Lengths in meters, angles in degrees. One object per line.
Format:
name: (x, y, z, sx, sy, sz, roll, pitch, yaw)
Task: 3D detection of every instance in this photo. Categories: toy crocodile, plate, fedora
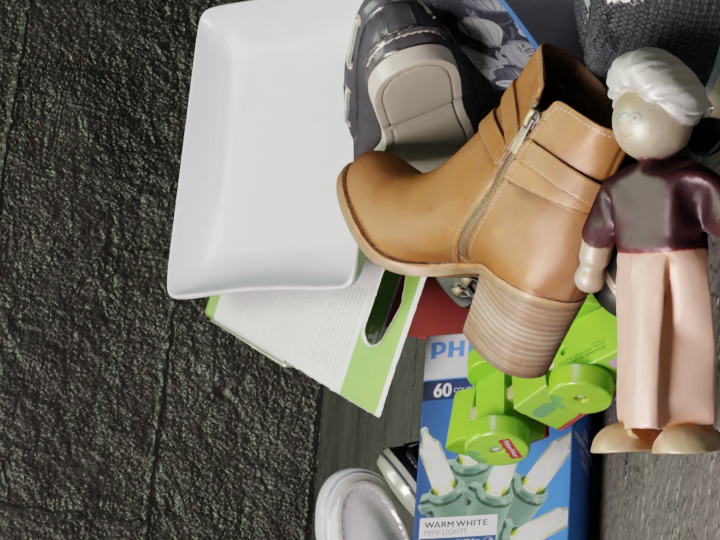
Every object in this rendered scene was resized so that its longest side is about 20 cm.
toy crocodile: (0.115, 0.065, 1.547, 0.200, 0.062, 0.068, -35, 41, 42)
plate: (-0.047, -0.081, 1.705, 0.200, 0.032, 0.200, -4, 77, 50)
fedora: (0.162, -0.161, 1.369, 0.201, 0.091, 0.202, -173, 90, -84)

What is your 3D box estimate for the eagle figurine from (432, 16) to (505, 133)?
eagle figurine: (0.121, -0.113, 1.643, 0.152, 0.150, 0.201, -70, -20, -65)

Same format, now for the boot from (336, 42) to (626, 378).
boot: (0.067, -0.056, 1.436, 0.200, 0.076, 0.156, 51, 131, 47)

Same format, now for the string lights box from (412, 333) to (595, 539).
string lights box: (0.090, 0.138, 1.642, 0.059, 0.102, 0.201, 55, -146, -56)

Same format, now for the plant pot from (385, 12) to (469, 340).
plant pot: (0.069, -0.070, 1.844, 0.201, 0.200, 0.178, -93, 21, -64)

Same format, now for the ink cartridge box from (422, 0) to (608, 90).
ink cartridge box: (0.079, -0.162, 1.449, 0.200, 0.099, 0.039, 45, -125, -49)

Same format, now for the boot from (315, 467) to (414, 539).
boot: (0.033, 0.219, 1.694, 0.201, 0.073, 0.096, 69, 163, 4)

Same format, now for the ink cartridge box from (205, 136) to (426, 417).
ink cartridge box: (0.000, 0.000, 1.714, 0.200, 0.076, 0.148, 29, 103, 49)

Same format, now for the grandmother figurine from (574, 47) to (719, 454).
grandmother figurine: (0.150, -0.011, 1.311, 0.060, 0.121, 0.201, -2, -91, -54)

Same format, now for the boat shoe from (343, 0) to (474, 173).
boat shoe: (0.024, -0.101, 1.541, 0.200, 0.072, 0.063, 90, 161, -69)

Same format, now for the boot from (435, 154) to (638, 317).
boot: (0.105, -0.002, 1.502, 0.138, 0.077, 0.200, -45, 26, 19)

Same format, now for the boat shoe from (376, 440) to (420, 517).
boat shoe: (0.069, 0.139, 1.767, 0.075, 0.062, 0.200, 54, -166, 22)
